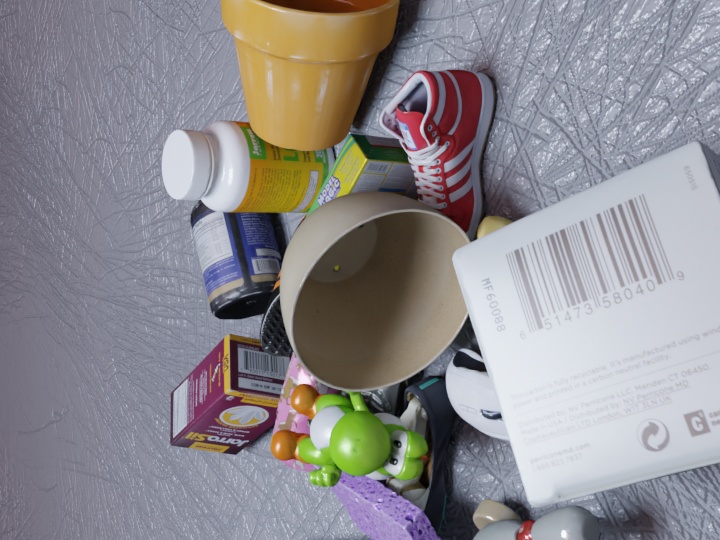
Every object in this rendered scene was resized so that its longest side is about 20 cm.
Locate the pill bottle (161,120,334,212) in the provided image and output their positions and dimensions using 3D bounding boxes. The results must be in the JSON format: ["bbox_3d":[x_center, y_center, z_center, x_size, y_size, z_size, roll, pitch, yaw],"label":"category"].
[{"bbox_3d":[-0.140,-0.128,1.054,0.111,0.199,0.112,4,95,50],"label":"pill bottle"}]

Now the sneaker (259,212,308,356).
[{"bbox_3d":[-0.072,0.011,1.069,0.202,0.069,0.090,-67,16,7],"label":"sneaker"}]

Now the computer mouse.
[{"bbox_3d":[0.125,0.133,0.810,0.200,0.044,0.111,-152,42,-70],"label":"computer mouse"}]

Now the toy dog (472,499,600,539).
[{"bbox_3d":[0.164,0.272,0.779,0.132,0.096,0.200,-54,6,-11],"label":"toy dog"}]

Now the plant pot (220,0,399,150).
[{"bbox_3d":[-0.063,-0.250,0.980,0.200,0.199,0.184,47,142,38],"label":"plant pot"}]

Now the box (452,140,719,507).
[{"bbox_3d":[0.211,0.047,0.620,0.198,0.171,0.202,-25,73,31],"label":"box"}]

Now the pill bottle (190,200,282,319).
[{"bbox_3d":[-0.173,-0.043,1.170,0.112,0.111,0.202,-33,66,46],"label":"pill bottle"}]

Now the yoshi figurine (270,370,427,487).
[{"bbox_3d":[-0.021,0.167,0.869,0.199,0.111,0.113,1,111,51],"label":"yoshi figurine"}]

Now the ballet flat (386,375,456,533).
[{"bbox_3d":[0.060,0.213,0.930,0.073,0.073,0.202,23,109,48],"label":"ballet flat"}]

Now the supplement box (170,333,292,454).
[{"bbox_3d":[-0.178,0.177,1.175,0.200,0.110,0.086,-43,42,43],"label":"supplement box"}]

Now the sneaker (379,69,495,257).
[{"bbox_3d":[0.072,-0.106,0.862,0.071,0.112,0.202,17,104,48],"label":"sneaker"}]

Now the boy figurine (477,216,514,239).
[{"bbox_3d":[0.159,0.042,0.803,0.124,0.064,0.201,-44,58,43],"label":"boy figurine"}]

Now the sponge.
[{"bbox_3d":[0.028,0.278,0.938,0.199,0.030,0.112,13,138,59],"label":"sponge"}]

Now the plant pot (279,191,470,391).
[{"bbox_3d":[0.000,0.000,0.853,0.135,0.199,0.202,50,129,50],"label":"plant pot"}]

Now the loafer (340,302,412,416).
[{"bbox_3d":[0.028,0.128,0.970,0.075,0.069,0.202,29,111,24],"label":"loafer"}]

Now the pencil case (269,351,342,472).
[{"bbox_3d":[-0.047,0.139,1.017,0.082,0.086,0.202,21,106,20],"label":"pencil case"}]

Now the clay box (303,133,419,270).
[{"bbox_3d":[-0.002,-0.059,0.956,0.201,0.114,0.048,-57,50,34],"label":"clay box"}]
